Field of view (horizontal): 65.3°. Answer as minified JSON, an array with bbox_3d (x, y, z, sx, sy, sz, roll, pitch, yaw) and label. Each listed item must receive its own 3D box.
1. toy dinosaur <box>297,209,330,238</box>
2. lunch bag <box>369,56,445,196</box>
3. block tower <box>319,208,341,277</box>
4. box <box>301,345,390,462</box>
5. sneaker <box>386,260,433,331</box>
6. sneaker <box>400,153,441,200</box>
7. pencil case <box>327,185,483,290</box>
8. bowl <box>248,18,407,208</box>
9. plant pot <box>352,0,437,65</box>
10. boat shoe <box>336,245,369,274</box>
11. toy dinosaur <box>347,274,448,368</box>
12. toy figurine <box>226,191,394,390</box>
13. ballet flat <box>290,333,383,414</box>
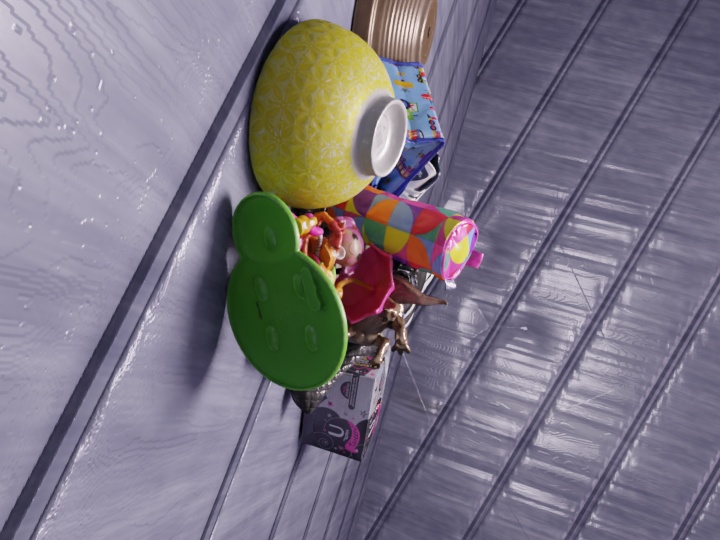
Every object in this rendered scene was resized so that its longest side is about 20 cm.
[{"bbox_3d":[-0.063,-0.067,0.738,0.088,0.047,0.203,-8,109,-71],"label":"toy dinosaur"},{"bbox_3d":[0.027,-0.181,0.824,0.200,0.093,0.152,123,-36,-53],"label":"lunch bag"},{"bbox_3d":[-0.056,0.001,0.823,0.058,0.053,0.202,-6,110,-79],"label":"block tower"},{"bbox_3d":[-0.028,0.235,1.058,0.115,0.131,0.202,-55,157,-59],"label":"box"},{"bbox_3d":[0.084,-0.002,0.940,0.112,0.072,0.202,69,39,-70],"label":"sneaker"},{"bbox_3d":[0.066,-0.131,0.884,0.200,0.079,0.130,-52,176,-19],"label":"sneaker"},{"bbox_3d":[0.050,-0.051,0.701,0.088,0.199,0.089,-33,136,-39],"label":"pencil case"},{"bbox_3d":[-0.014,-0.151,0.597,0.200,0.107,0.202,-47,148,-41],"label":"bowl"},{"bbox_3d":[0.059,-0.362,0.838,0.201,0.092,0.203,16,90,-79],"label":"plant pot"},{"bbox_3d":[-0.001,-0.005,0.887,0.203,0.074,0.075,123,-33,-42],"label":"boat shoe"},{"bbox_3d":[0.017,0.050,0.754,0.199,0.086,0.136,-34,-150,27],"label":"toy dinosaur"},{"bbox_3d":[-0.037,0.000,0.620,0.184,0.149,0.202,-28,108,-55],"label":"toy figurine"},{"bbox_3d":[-0.036,0.164,0.950,0.199,0.066,0.057,-33,103,-30],"label":"ballet flat"}]
